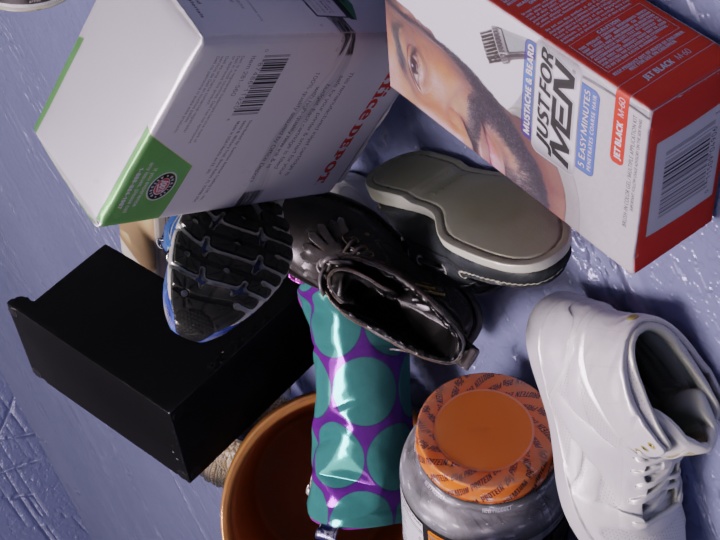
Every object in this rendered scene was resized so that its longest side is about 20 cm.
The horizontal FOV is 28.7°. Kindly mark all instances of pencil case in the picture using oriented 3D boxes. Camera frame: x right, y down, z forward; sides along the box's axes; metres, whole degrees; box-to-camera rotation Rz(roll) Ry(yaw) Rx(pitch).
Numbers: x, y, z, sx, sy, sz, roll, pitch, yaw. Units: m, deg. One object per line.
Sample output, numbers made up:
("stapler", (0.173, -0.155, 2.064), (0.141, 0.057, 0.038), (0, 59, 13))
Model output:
("pencil case", (-0.005, 0.099, 1.076), (0.092, 0.085, 0.202), (1, 96, 23))

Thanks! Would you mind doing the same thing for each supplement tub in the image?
("supplement tub", (0.089, 0.172, 1.005), (0.122, 0.122, 0.201), (42, 152, 34))

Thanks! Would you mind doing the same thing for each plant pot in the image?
("plant pot", (-0.024, 0.194, 1.197), (0.201, 0.199, 0.140), (61, 173, -6))

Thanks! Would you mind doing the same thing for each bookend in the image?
("bookend", (-0.153, 0.042, 1.191), (0.199, 0.199, 0.093), (28, 145, 29))

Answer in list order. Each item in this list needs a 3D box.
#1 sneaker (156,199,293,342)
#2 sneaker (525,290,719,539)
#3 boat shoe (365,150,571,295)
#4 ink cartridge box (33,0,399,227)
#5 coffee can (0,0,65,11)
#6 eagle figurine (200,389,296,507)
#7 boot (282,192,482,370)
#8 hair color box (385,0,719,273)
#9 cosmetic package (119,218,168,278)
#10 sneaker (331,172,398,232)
("sneaker", (-0.090, -0.016, 0.922), (0.078, 0.201, 0.089), (27, 125, -11))
("sneaker", (0.169, 0.113, 0.834), (0.115, 0.073, 0.201), (12, 127, 64))
("boat shoe", (0.070, -0.018, 0.877), (0.199, 0.074, 0.067), (25, 142, 54))
("ink cartridge box", (-0.072, -0.113, 0.844), (0.085, 0.199, 0.146), (52, 126, 21))
("coffee can", (-0.275, -0.324, 1.120), (0.147, 0.146, 0.200), (53, 157, 13))
("eagle figurine", (-0.107, 0.147, 1.346), (0.151, 0.198, 0.153), (-25, -57, -76))
("boot", (0.000, 0.000, 0.923), (0.199, 0.070, 0.174), (29, -175, 10))
("hair color box", (0.096, -0.103, 0.737), (0.200, 0.064, 0.111), (43, 153, 36))
("cosmetic package", (-0.157, -0.072, 1.237), (0.071, 0.105, 0.201), (48, 153, 23))
("sneaker", (-0.046, -0.025, 1.090), (0.199, 0.084, 0.073), (-2, 116, 59))
